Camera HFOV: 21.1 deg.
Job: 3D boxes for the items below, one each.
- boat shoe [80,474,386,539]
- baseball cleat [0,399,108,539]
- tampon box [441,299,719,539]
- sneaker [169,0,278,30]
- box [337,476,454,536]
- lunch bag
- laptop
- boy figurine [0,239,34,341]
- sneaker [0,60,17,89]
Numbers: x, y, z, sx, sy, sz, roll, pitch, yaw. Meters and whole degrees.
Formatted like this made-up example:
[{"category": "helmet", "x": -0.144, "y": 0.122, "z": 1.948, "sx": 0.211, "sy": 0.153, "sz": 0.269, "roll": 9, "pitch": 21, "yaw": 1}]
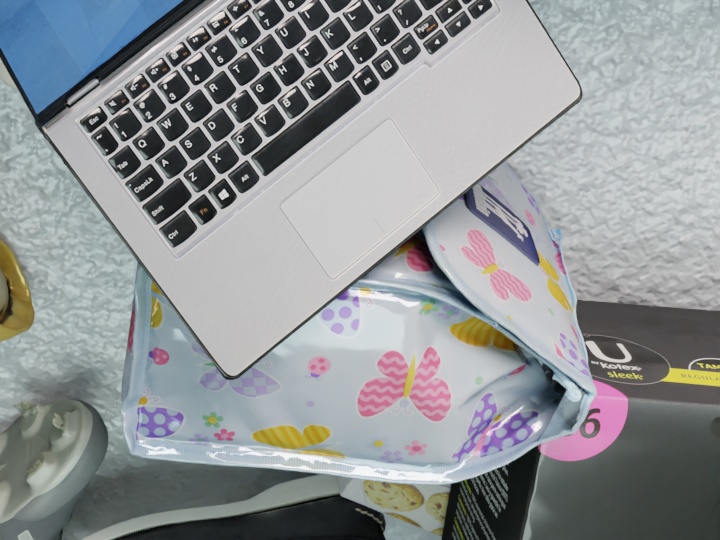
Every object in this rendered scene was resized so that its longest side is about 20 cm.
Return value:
[{"category": "boat shoe", "x": -0.079, "y": 0.163, "z": 1.010, "sx": 0.198, "sy": 0.061, "sz": 0.074, "roll": -13, "pitch": 145, "yaw": -17}, {"category": "baseball cleat", "x": -0.176, "y": 0.140, "z": 1.027, "sx": 0.106, "sy": 0.070, "sz": 0.200, "roll": 31, "pitch": 129, "yaw": -30}, {"category": "tampon box", "x": 0.128, "y": 0.130, "z": 0.958, "sx": 0.149, "sy": 0.126, "sz": 0.202, "roll": 4, "pitch": 110, "yaw": -13}, {"category": "sneaker", "x": -0.019, "y": -0.097, "z": 0.786, "sx": 0.199, "sy": 0.074, "sz": 0.088, "roll": -14, "pitch": 95, "yaw": -23}, {"category": "box", "x": 0.081, "y": 0.130, "z": 1.043, "sx": 0.199, "sy": 0.039, "sz": 0.042, "roll": 25, "pitch": 120, "yaw": -20}, {"category": "lunch bag", "x": 0.000, "y": 0.000, "z": 0.865, "sx": 0.198, "sy": 0.170, "sz": 0.128, "roll": 9, "pitch": 122, "yaw": -6}, {"category": "laptop", "x": -0.019, "y": -0.083, "z": 0.691, "sx": 0.187, "sy": 0.116, "sz": 0.201, "roll": -38, "pitch": 108, "yaw": -9}, {"category": "boy figurine", "x": -0.191, "y": -0.021, "z": 0.872, "sx": 0.064, "sy": 0.125, "sz": 0.201, "roll": -8, "pitch": 144, "yaw": -3}, {"category": "sneaker", "x": -0.060, "y": -0.115, "z": 0.839, "sx": 0.198, "sy": 0.075, "sz": 0.085, "roll": 4, "pitch": 118, "yaw": -11}]
